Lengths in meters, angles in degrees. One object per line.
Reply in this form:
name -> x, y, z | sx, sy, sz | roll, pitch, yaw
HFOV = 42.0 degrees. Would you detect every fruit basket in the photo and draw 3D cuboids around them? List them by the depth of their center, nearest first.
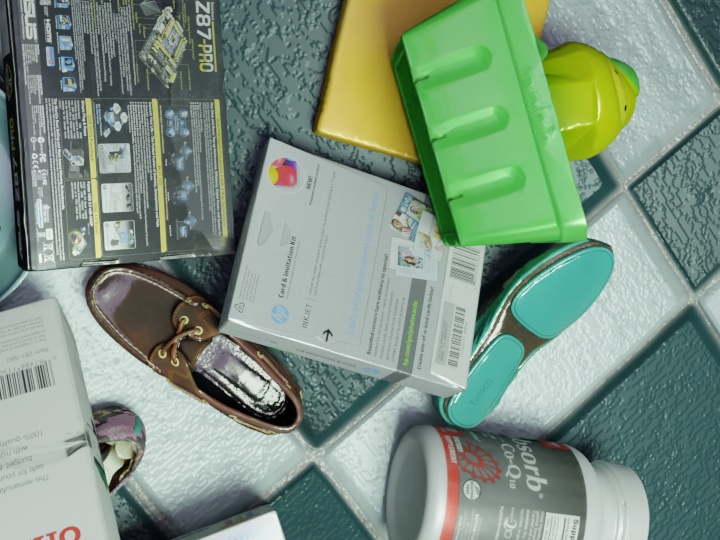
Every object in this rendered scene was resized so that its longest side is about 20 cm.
fruit basket -> 0.140, -0.123, 0.729 | 0.212, 0.156, 0.219 | 0, 91, -3

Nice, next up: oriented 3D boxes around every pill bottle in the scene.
pill bottle -> 0.130, 0.198, 0.786 | 0.197, 0.116, 0.118 | 10, 91, -16

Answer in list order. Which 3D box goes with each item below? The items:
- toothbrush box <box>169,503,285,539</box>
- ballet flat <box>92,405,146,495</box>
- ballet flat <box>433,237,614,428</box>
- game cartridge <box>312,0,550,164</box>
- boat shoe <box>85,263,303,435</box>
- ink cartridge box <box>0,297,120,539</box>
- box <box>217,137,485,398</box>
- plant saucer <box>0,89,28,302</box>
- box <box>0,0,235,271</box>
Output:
toothbrush box -> -0.104, 0.304, 0.725 | 0.144, 0.086, 0.203 | -17, 83, -12
ballet flat -> -0.240, 0.186, 0.709 | 0.200, 0.071, 0.069 | -45, 106, -8
ballet flat -> 0.128, 0.042, 0.794 | 0.067, 0.070, 0.201 | 38, 96, -25
game cartridge -> 0.064, -0.191, 0.790 | 0.174, 0.032, 0.203 | 14, 92, -15
boat shoe -> -0.126, 0.060, 0.734 | 0.199, 0.070, 0.071 | 34, 86, -13
ink cartridge box -> -0.254, 0.138, 0.644 | 0.144, 0.085, 0.202 | -16, 60, -12
box -> 0.000, 0.000, 0.750 | 0.198, 0.041, 0.158 | 17, 67, -17
plant saucer -> -0.329, -0.056, 0.689 | 0.197, 0.036, 0.203 | -1, 93, -15
box -> -0.178, -0.106, 0.699 | 0.159, 0.049, 0.203 | -6, 96, -29
